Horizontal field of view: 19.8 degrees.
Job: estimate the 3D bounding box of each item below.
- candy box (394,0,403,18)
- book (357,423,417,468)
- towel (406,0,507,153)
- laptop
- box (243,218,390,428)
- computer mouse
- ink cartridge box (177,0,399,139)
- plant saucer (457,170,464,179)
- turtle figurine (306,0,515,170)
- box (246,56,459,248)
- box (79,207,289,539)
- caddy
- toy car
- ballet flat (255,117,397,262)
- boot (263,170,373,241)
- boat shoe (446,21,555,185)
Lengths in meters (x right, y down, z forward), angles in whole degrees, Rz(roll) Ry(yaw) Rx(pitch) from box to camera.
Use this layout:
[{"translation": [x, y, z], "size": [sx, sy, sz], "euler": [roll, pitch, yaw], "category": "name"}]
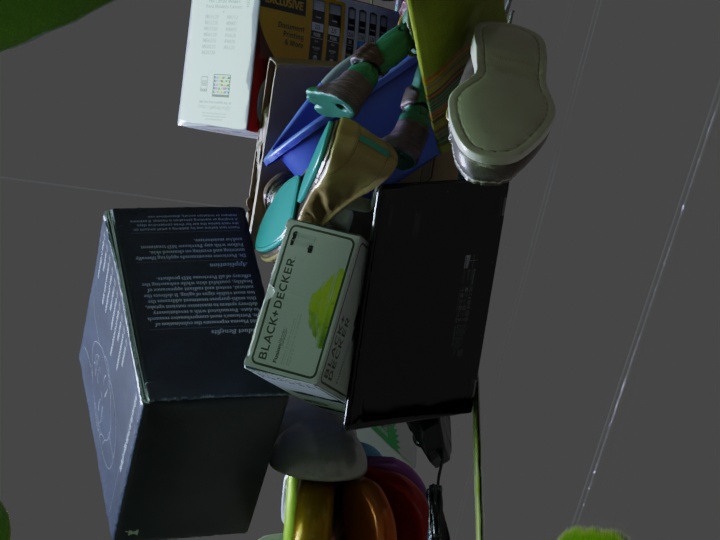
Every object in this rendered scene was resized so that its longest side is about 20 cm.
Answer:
[{"translation": [0.076, -0.275, 1.899], "size": [0.169, 0.076, 0.201], "euler": [-94, 10, -71], "category": "candy box"}, {"translation": [0.010, 0.074, 1.965], "size": [0.134, 0.048, 0.201], "euler": [46, -142, -47], "category": "book"}, {"translation": [0.071, -0.177, 1.456], "size": [0.086, 0.018, 0.201], "euler": [-42, -38, -24], "category": "towel"}, {"translation": [0.044, 0.007, 1.594], "size": [0.116, 0.199, 0.189], "euler": [25, 113, 46], "category": "laptop"}, {"translation": [-0.015, 0.045, 1.561], "size": [0.200, 0.060, 0.117], "euler": [42, -116, -68], "category": "box"}, {"translation": [0.053, 0.156, 1.648], "size": [0.201, 0.034, 0.059], "euler": [-89, -12, -46], "category": "computer mouse"}, {"translation": [-0.058, -0.201, 1.815], "size": [0.199, 0.083, 0.177], "euler": [4, -88, -53], "category": "ink cartridge box"}, {"translation": [0.081, 0.006, 1.748], "size": [0.070, 0.019, 0.202], "euler": [-97, 15, -74], "category": "plant saucer"}, {"translation": [0.048, -0.184, 1.538], "size": [0.201, 0.149, 0.101], "euler": [-60, 7, -18], "category": "turtle figurine"}, {"translation": [0.004, -0.096, 1.760], "size": [0.021, 0.199, 0.165], "euler": [-137, 53, -60], "category": "box"}, {"translation": [-0.151, 0.086, 1.705], "size": [0.201, 0.123, 0.198], "euler": [109, 155, -48], "category": "box"}, {"translation": [0.017, -0.125, 1.653], "size": [0.105, 0.199, 0.141], "euler": [56, 180, -3], "category": "caddy"}, {"translation": [-0.011, 0.206, 1.765], "size": [0.200, 0.149, 0.176], "euler": [-119, 33, -77], "category": "toy car"}, {"translation": [-0.026, -0.048, 1.554], "size": [0.200, 0.063, 0.069], "euler": [132, 154, -63], "category": "ballet flat"}, {"translation": [0.000, 0.000, 1.721], "size": [0.075, 0.200, 0.097], "euler": [-43, 25, 9], "category": "boot"}, {"translation": [0.091, -0.103, 1.398], "size": [0.200, 0.071, 0.060], "euler": [-80, 3, -59], "category": "boat shoe"}]
